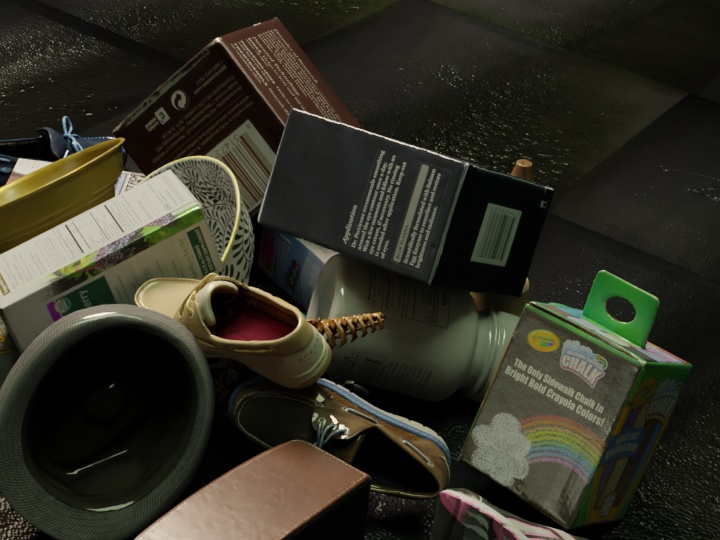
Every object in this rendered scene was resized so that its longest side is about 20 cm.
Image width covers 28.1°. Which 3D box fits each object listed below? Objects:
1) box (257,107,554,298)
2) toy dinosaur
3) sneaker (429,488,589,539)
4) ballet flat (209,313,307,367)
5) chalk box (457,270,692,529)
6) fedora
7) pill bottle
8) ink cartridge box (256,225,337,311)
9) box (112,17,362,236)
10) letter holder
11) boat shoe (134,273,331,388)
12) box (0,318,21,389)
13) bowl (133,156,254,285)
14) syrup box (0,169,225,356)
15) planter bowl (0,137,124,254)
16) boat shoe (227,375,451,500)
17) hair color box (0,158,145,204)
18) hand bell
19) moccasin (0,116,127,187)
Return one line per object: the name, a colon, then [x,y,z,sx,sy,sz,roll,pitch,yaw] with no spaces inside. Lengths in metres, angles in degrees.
box: [0.046,-0.061,1.362,0.199,0.118,0.196,21,6,31]
toy dinosaur: [-0.064,0.100,1.273,0.199,0.136,0.102,-22,30,38]
sneaker: [0.149,0.243,1.176,0.199,0.081,0.086,33,26,22]
ballet flat: [-0.106,0.069,1.376,0.069,0.070,0.200,28,10,30]
chalk box: [0.196,0.103,1.247,0.124,0.201,0.124,29,10,30]
fedora: [-0.218,0.123,1.210,0.176,0.201,0.090,32,-8,-17]
pill bottle: [0.053,0.063,1.376,0.198,0.115,0.115,15,29,-14]
ink cartridge box: [0.000,0.000,1.518,0.136,0.077,0.200,-14,36,-33]
box: [-0.128,-0.151,1.559,0.165,0.166,0.200,51,21,-4]
letter holder: [-0.110,0.212,1.123,0.142,0.101,0.199,26,35,30]
boat shoe: [-0.116,0.036,1.226,0.199,0.069,0.074,15,57,28]
box: [-0.313,0.081,1.338,0.157,0.049,0.200,-10,36,-27]
bowl: [-0.172,-0.005,1.437,0.200,0.094,0.202,-21,50,26]
syrup box: [-0.234,-0.002,1.305,0.199,0.079,0.081,-29,41,-14]
planter bowl: [-0.307,-0.052,1.427,0.199,0.084,0.201,-22,14,6]
boat shoe: [-0.016,0.141,1.212,0.198,0.073,0.072,15,13,-5]
hair color box: [-0.285,-0.060,1.563,0.198,0.064,0.111,6,32,-2]
hand bell: [0.151,-0.021,1.469,0.103,0.201,0.104,6,30,-3]
moccasin: [-0.355,-0.129,1.653,0.199,0.069,0.080,-18,40,-37]
